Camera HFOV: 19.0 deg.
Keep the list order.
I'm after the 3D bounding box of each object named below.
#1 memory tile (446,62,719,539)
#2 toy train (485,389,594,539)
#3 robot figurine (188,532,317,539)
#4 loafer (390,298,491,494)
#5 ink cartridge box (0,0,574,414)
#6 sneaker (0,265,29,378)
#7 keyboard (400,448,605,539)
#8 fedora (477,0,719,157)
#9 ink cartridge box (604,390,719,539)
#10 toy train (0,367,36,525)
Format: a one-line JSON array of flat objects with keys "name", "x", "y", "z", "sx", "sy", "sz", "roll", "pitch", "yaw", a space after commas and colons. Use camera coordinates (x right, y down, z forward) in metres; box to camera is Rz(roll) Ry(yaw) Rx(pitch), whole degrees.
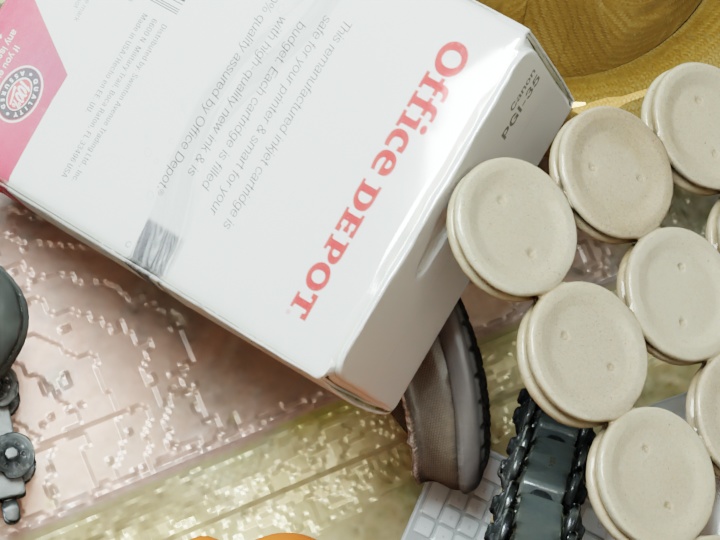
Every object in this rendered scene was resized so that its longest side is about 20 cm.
[{"name": "memory tile", "x": 0.125, "y": 0.032, "z": 0.774, "sx": 0.153, "sy": 0.017, "sz": 0.201, "roll": -28, "pitch": 89, "yaw": -33}, {"name": "toy train", "x": 0.065, "y": 0.089, "z": 0.806, "sx": 0.034, "sy": 0.200, "sz": 0.046, "roll": 18, "pitch": 105, "yaw": 4}, {"name": "robot figurine", "x": -0.002, "y": 0.170, "z": 0.781, "sx": 0.116, "sy": 0.199, "sz": 0.145, "roll": -13, "pitch": 120, "yaw": -51}, {"name": "loafer", "x": 0.000, "y": 0.000, "z": 0.882, "sx": 0.070, "sy": 0.073, "sz": 0.202, "roll": -20, "pitch": 78, "yaw": 4}, {"name": "ink cartridge box", "x": -0.042, "y": -0.057, "z": 0.817, "sx": 0.199, "sy": 0.083, "sz": 0.147, "roll": 30, "pitch": 87, "yaw": 23}, {"name": "sneaker", "x": -0.223, "y": -0.004, "z": 0.801, "sx": 0.198, "sy": 0.089, "sz": 0.075, "roll": 19, "pitch": 83, "yaw": 2}, {"name": "keyboard", "x": 0.113, "y": 0.136, "z": 0.897, "sx": 0.199, "sy": 0.011, "sz": 0.057, "roll": 28, "pitch": 72, "yaw": -5}, {"name": "fedora", "x": 0.091, "y": -0.119, "z": 0.904, "sx": 0.199, "sy": 0.082, "sz": 0.202, "roll": -3, "pitch": 60, "yaw": 5}, {"name": "ink cartridge box", "x": 0.167, "y": 0.158, "z": 0.821, "sx": 0.145, "sy": 0.084, "sz": 0.202, "roll": 18, "pitch": 69, "yaw": -23}, {"name": "toy train", "x": -0.169, "y": 0.005, "z": 0.856, "sx": 0.045, "sy": 0.034, "sz": 0.202, "roll": -13, "pitch": 79, "yaw": -11}]
